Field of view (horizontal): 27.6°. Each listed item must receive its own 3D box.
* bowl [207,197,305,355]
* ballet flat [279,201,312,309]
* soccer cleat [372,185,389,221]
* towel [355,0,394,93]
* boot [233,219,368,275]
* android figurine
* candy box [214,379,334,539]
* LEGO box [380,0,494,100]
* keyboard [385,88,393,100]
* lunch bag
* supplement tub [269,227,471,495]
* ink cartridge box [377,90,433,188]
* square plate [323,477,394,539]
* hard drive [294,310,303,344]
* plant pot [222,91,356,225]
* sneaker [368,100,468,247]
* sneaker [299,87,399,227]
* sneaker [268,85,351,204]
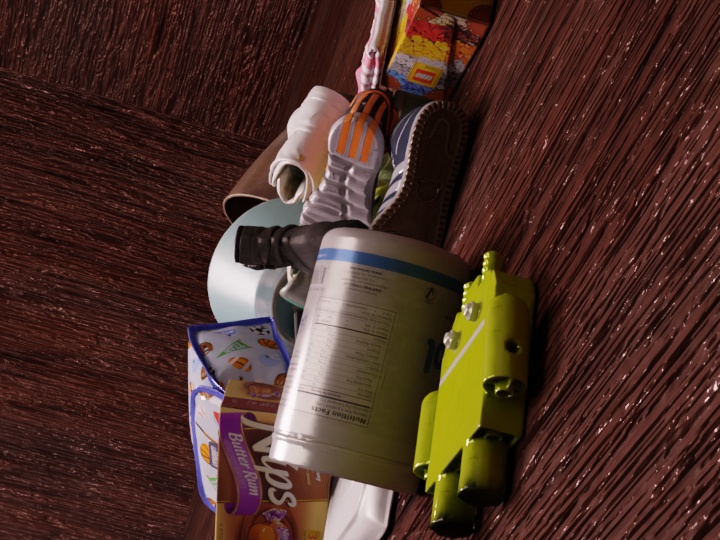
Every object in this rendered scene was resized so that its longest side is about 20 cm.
[{"bbox_3d":[-0.070,0.020,1.735,0.105,0.201,0.201,35,110,61],"label":"bowl"},{"bbox_3d":[-0.042,-0.050,1.652,0.067,0.064,0.200,117,172,-65],"label":"ballet flat"},{"bbox_3d":[-0.001,0.000,1.622,0.084,0.065,0.200,-151,75,-70],"label":"soccer cleat"},{"bbox_3d":[0.011,-0.230,1.619,0.200,0.030,0.146,102,178,-54],"label":"towel"},{"bbox_3d":[-0.041,-0.015,1.487,0.200,0.132,0.070,40,-127,-64],"label":"boot"},{"bbox_3d":[0.082,0.082,1.038,0.182,0.041,0.200,118,163,-58],"label":"android figurine"},{"bbox_3d":[-0.085,0.213,1.488,0.056,0.117,0.200,-76,-7,-60],"label":"candy box"},{"bbox_3d":[0.090,-0.304,1.540,0.149,0.077,0.200,121,163,-60],"label":"LEGO box"},{"bbox_3d":[0.012,-0.151,1.717,0.200,0.011,0.056,123,160,-72],"label":"keyboard"},{"bbox_3d":[-0.127,0.171,1.611,0.200,0.124,0.170,-124,29,-57],"label":"lunch bag"},{"bbox_3d":[0.009,0.075,1.215,0.132,0.132,0.200,156,128,-79],"label":"supplement tub"},{"bbox_3d":[0.059,-0.195,1.665,0.146,0.048,0.200,127,154,-70],"label":"ink cartridge box"},{"bbox_3d":[0.003,0.188,1.406,0.198,0.028,0.200,117,165,-57],"label":"square plate"},{"bbox_3d":[-0.056,0.161,1.645,0.140,0.033,0.200,-102,11,-72],"label":"hard drive"},{"bbox_3d":[-0.049,-0.124,1.897,0.200,0.187,0.187,-62,4,-20],"label":"plant pot"},{"bbox_3d":[0.048,-0.072,1.432,0.109,0.070,0.200,-130,60,-77],"label":"sneaker"},{"bbox_3d":[-0.001,-0.103,1.546,0.112,0.078,0.200,-60,-6,-51],"label":"sneaker"},{"bbox_3d":[-0.068,-0.124,1.661,0.116,0.074,0.200,-63,-1,-15],"label":"sneaker"}]
